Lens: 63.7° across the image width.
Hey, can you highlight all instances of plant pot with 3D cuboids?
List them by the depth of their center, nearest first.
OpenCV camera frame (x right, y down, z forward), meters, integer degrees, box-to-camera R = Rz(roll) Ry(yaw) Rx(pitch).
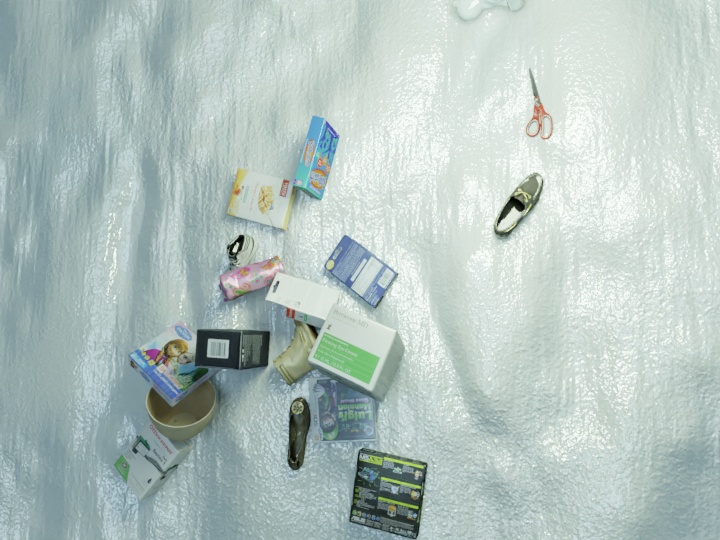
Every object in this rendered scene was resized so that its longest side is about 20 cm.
[{"bbox_3d":[-0.528,0.421,1.716,0.197,0.200,0.137,25,130,16],"label":"plant pot"}]

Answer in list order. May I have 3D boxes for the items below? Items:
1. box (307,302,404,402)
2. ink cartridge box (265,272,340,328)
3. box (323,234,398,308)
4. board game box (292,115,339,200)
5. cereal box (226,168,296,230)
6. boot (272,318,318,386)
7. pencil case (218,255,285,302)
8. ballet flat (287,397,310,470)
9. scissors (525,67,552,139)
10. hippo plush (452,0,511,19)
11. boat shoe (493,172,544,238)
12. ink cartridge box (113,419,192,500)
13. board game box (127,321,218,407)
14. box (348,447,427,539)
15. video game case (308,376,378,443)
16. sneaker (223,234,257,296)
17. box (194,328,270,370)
[{"bbox_3d":[-0.005,0.223,1.555,0.195,0.201,0.175,21,75,17],"label":"box"},{"bbox_3d":[-0.164,0.086,1.656,0.195,0.051,0.111,17,51,3],"label":"ink cartridge box"},{"bbox_3d":[0.000,0.000,1.676,0.198,0.032,0.122,37,94,15],"label":"box"},{"bbox_3d":[-0.126,-0.323,1.685,0.044,0.152,0.206,16,89,15],"label":"board game box"},{"bbox_3d":[-0.301,-0.218,1.773,0.195,0.039,0.148,14,88,17],"label":"cereal box"},{"bbox_3d":[-0.198,0.214,1.688,0.153,0.073,0.203,-32,82,7],"label":"boot"},{"bbox_3d":[-0.317,0.024,1.700,0.195,0.088,0.089,-20,78,-15],"label":"pencil case"},{"bbox_3d":[-0.184,0.471,1.670,0.065,0.046,0.207,4,85,15],"label":"ballet flat"},{"bbox_3d":[0.495,-0.462,1.599,0.071,0.014,0.207,2,84,18],"label":"scissors"},{"bbox_3d":[0.354,-0.758,1.624,0.159,0.157,0.206,-18,61,43],"label":"hippo plush"},{"bbox_3d":[0.429,-0.179,1.561,0.071,0.060,0.204,35,94,16],"label":"boat shoe"},{"bbox_3d":[-0.629,0.563,1.765,0.146,0.084,0.201,42,97,16],"label":"ink cartridge box"},{"bbox_3d":[-0.548,0.272,1.727,0.198,0.199,0.042,37,134,14],"label":"board game box"},{"bbox_3d":[0.075,0.606,1.584,0.194,0.047,0.199,6,84,17],"label":"box"},{"bbox_3d":[-0.051,0.394,1.654,0.194,0.023,0.188,-6,83,15],"label":"video game case"},{"bbox_3d":[-0.385,-0.018,1.744,0.074,0.115,0.205,21,90,16],"label":"sneaker"},{"bbox_3d":[-0.363,0.224,1.668,0.144,0.200,0.108,1,84,16],"label":"box"}]
